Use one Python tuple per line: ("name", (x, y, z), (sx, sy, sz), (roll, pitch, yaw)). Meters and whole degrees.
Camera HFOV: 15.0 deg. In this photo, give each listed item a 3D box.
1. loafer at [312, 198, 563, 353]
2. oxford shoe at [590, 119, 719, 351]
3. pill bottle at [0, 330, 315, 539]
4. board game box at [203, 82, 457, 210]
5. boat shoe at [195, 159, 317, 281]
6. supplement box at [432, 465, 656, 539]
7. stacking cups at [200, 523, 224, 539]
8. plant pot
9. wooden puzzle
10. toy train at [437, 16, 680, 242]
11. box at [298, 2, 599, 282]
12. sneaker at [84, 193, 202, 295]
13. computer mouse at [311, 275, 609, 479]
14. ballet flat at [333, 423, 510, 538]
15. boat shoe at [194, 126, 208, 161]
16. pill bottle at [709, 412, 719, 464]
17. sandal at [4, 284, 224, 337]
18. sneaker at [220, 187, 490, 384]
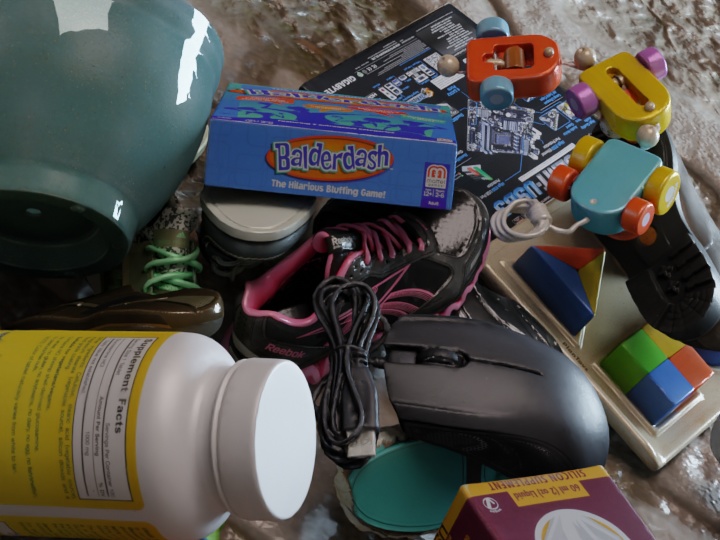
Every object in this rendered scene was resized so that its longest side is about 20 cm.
("loafer", (0.039, 0.023, 1.762), (0.200, 0.073, 0.072), (38, 42, 21))
("oxford shoe", (0.202, -0.025, 1.813), (0.084, 0.072, 0.201), (31, 35, -46))
("pill bottle", (-0.131, 0.089, 1.474), (0.199, 0.113, 0.113), (1, 29, 21))
("board game box", (-0.017, -0.080, 1.729), (0.151, 0.045, 0.200), (6, 9, -1))
("boat shoe", (-0.068, -0.026, 1.712), (0.072, 0.062, 0.200), (3, 13, -8))
("supplement box", (0.132, 0.214, 1.551), (0.110, 0.086, 0.200), (-5, 44, -35))
("stacking cups", (-0.100, 0.171, 1.495), (0.060, 0.061, 0.201), (13, 36, -14))
("plant pot", (-0.187, -0.078, 1.616), (0.199, 0.200, 0.135), (13, 64, -14))
("wooden puzzle", (0.187, 0.021, 1.831), (0.185, 0.046, 0.200), (48, 39, 8))
("toy train", (0.132, -0.082, 1.781), (0.149, 0.056, 0.201), (-7, 49, 1))
("box", (0.078, -0.091, 1.947), (0.198, 0.050, 0.200), (39, 39, 15))
("sneaker", (-0.124, 0.005, 1.674), (0.076, 0.089, 0.200), (2, 40, -26))
("computer mouse", (0.069, 0.071, 1.613), (0.199, 0.053, 0.139), (18, 45, -21))
("ballet flat", (0.054, 0.119, 1.663), (0.199, 0.072, 0.072), (-5, 44, -37))
("boat shoe", (-0.178, -0.096, 1.795), (0.199, 0.065, 0.072), (-10, 47, -38))
("pill bottle", (0.300, 0.159, 1.696), (0.111, 0.111, 0.200), (-3, 43, -32))
("sandal", (-0.141, 0.042, 1.581), (0.081, 0.055, 0.199), (-18, 9, -37))
("sneaker", (0.000, 0.000, 1.692), (0.200, 0.096, 0.079), (-33, 59, -20))
